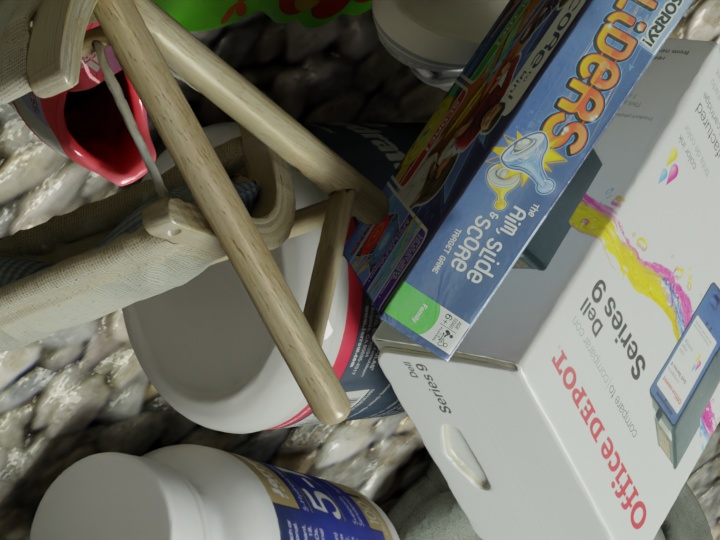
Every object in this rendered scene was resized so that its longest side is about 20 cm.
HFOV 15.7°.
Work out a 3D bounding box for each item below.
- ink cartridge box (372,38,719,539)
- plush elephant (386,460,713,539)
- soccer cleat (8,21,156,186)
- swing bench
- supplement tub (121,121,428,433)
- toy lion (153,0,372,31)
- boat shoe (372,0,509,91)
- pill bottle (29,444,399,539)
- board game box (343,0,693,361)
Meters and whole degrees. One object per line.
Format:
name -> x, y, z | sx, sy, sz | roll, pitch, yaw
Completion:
ink cartridge box -> 0.108, 0.013, 1.177 | 0.200, 0.087, 0.145 | -54, 133, -29
plush elephant -> 0.113, 0.161, 1.521 | 0.165, 0.155, 0.200 | -2, 131, -46
soccer cleat -> -0.123, -0.112, 1.029 | 0.068, 0.073, 0.200 | -34, 147, -14
swing bench -> -0.128, -0.021, 0.994 | 0.199, 0.130, 0.200 | -19, 129, 26
supplement tub -> 0.000, 0.000, 1.229 | 0.200, 0.140, 0.141 | -4, 131, -45
toy lion -> -0.018, -0.166, 1.091 | 0.200, 0.069, 0.192 | -37, 155, -19
boat shoe -> 0.054, -0.114, 1.194 | 0.069, 0.072, 0.200 | -56, 172, 28
pill bottle -> -0.074, 0.153, 1.348 | 0.120, 0.120, 0.200 | -50, 147, 12
board game box -> 0.067, -0.068, 1.046 | 0.034, 0.135, 0.200 | 33, 96, -12
